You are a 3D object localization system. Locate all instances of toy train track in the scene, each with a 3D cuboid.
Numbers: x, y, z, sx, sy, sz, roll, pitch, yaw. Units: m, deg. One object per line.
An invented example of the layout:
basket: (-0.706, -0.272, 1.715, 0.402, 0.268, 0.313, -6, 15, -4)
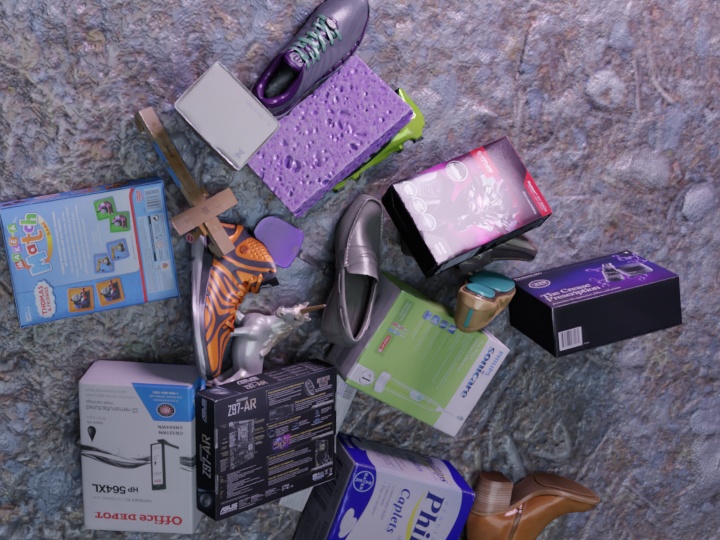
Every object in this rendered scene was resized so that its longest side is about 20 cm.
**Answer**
toy train track: (-0.220, -0.104, 1.470, 0.115, 0.032, 0.201, -34, 95, -50)

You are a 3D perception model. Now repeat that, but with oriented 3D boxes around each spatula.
spatula: (-0.056, -0.009, 1.587, 0.199, 0.021, 0.057, 28, 87, -29)

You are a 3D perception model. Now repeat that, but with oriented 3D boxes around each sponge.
sponge: (-0.042, -0.169, 1.507, 0.200, 0.112, 0.030, -41, 159, -4)

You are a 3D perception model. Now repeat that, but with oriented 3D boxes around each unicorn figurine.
unicorn figurine: (-0.148, 0.098, 1.566, 0.136, 0.074, 0.201, 10, 117, -23)

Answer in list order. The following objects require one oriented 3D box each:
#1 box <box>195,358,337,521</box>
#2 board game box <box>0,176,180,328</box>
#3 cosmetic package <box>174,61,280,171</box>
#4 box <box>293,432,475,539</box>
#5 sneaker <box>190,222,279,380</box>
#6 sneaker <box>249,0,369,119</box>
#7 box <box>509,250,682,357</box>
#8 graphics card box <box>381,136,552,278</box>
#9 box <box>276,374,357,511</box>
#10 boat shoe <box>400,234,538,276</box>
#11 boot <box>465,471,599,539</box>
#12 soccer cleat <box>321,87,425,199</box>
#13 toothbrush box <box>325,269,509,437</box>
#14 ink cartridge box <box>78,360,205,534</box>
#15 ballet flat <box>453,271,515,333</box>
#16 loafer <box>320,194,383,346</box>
box: (-0.117, 0.213, 1.535, 0.199, 0.043, 0.162, -13, 111, -41)
board game box: (-0.331, -0.024, 1.474, 0.198, 0.037, 0.153, -11, 108, -18)
cosmetic package: (-0.156, -0.175, 1.396, 0.073, 0.200, 0.104, -45, 99, -3)
box: (0.031, 0.349, 1.679, 0.198, 0.105, 0.185, 17, 99, -24)
sneaker: (-0.155, 0.035, 1.492, 0.111, 0.078, 0.202, 0, 78, -8)
sneaker: (-0.057, -0.265, 1.469, 0.074, 0.088, 0.200, 40, 89, -4)
box: (0.325, 0.043, 1.679, 0.198, 0.141, 0.080, -13, 107, -16)
graphics card box: (0.140, -0.085, 1.569, 0.199, 0.051, 0.126, -23, 77, -25)
box: (-0.061, 0.230, 1.646, 0.041, 0.039, 0.201, 21, 97, -22)
boat shoe: (0.143, -0.036, 1.634, 0.198, 0.075, 0.074, 12, 111, -14)
boot: (0.249, 0.385, 1.782, 0.198, 0.077, 0.157, 5, 102, -19)
soccer cleat: (-0.010, -0.159, 1.546, 0.199, 0.067, 0.081, -34, 96, -9)
toothbrush box: (0.078, 0.114, 1.630, 0.199, 0.086, 0.146, 28, 97, -27)
ink cartridge box: (-0.272, 0.223, 1.517, 0.144, 0.084, 0.202, 2, 105, 4)
ballet flat: (0.159, 0.043, 1.606, 0.068, 0.200, 0.064, 22, 102, 16)
loafer: (0.000, 0.000, 1.567, 0.069, 0.070, 0.202, 13, 84, -33)
